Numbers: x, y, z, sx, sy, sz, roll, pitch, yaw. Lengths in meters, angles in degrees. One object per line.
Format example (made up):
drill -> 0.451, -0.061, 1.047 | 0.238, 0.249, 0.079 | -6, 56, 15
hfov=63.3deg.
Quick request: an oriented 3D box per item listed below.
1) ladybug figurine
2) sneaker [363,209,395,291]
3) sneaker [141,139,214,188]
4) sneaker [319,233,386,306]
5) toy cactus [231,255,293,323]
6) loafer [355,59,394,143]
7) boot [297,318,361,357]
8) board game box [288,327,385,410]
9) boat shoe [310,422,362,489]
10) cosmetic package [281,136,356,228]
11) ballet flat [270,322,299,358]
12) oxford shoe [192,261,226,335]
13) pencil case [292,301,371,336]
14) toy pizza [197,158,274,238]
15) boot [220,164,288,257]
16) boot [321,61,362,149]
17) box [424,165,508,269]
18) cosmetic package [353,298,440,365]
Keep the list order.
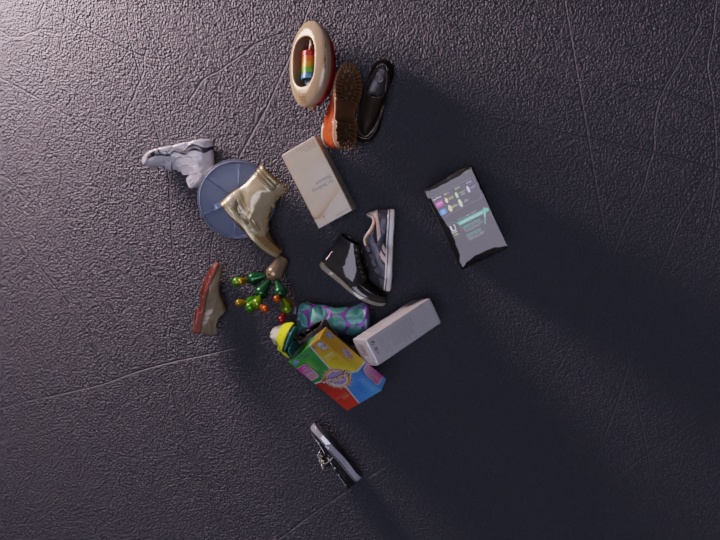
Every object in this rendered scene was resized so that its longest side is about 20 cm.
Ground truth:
ladybug figurine -> -0.109, -0.484, 1.392 | 0.134, 0.071, 0.204 | 11, 99, 44
sneaker -> 0.046, -0.051, 1.458 | 0.078, 0.078, 0.204 | 1, 90, 4
sneaker -> -0.462, -0.263, 1.502 | 0.196, 0.075, 0.117 | -11, 96, 8
sneaker -> 0.000, 0.000, 1.474 | 0.199, 0.075, 0.107 | 35, 106, 3
toy cactus -> -0.236, 0.043, 1.512 | 0.198, 0.102, 0.166 | 22, 73, 36
loafer -> 0.024, -0.407, 1.398 | 0.072, 0.071, 0.203 | 16, 102, 6
boot -> -0.090, 0.211, 1.489 | 0.173, 0.070, 0.200 | 34, 127, -16
board game box -> -0.058, 0.245, 1.431 | 0.199, 0.041, 0.153 | 41, 133, -10
boat shoe -> -0.081, 0.505, 1.582 | 0.068, 0.074, 0.200 | -39, 102, -1
cosmetic package -> -0.101, -0.219, 1.453 | 0.102, 0.073, 0.202 | -27, 94, 13
ballet flat -> -0.197, 0.175, 1.490 | 0.066, 0.201, 0.067 | 27, 68, 9
oxford shoe -> -0.394, 0.077, 1.570 | 0.074, 0.070, 0.203 | 14, 102, -21
pencil case -> -0.070, 0.124, 1.504 | 0.196, 0.085, 0.094 | 1, 72, 8
toy pizza -> -0.317, -0.184, 1.498 | 0.196, 0.032, 0.204 | -3, 106, -12
boot -> -0.232, -0.147, 1.475 | 0.155, 0.073, 0.200 | -43, 107, 0
boot -> -0.054, -0.393, 1.404 | 0.074, 0.107, 0.204 | 5, 94, -30
box -> 0.248, -0.128, 1.372 | 0.123, 0.149, 0.202 | -26, 95, 14
cosmetic package -> 0.089, 0.149, 1.430 | 0.198, 0.101, 0.075 | -29, 96, -19
